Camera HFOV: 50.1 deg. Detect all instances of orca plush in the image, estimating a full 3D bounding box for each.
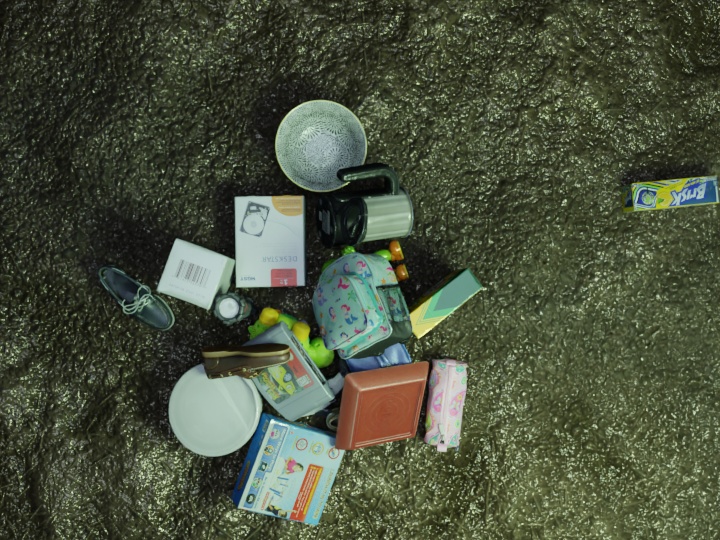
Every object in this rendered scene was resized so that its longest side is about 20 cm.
[{"bbox_3d":[-0.090,0.250,1.698,0.105,0.071,0.200,28,124,-13],"label":"orca plush"}]

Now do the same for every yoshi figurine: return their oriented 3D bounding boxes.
[{"bbox_3d":[-0.001,0.000,1.687,0.199,0.113,0.112,-16,117,6],"label":"yoshi figurine"}]

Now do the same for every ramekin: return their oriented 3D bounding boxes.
[{"bbox_3d":[-0.305,0.297,1.675,0.202,0.094,0.203,-1,85,10],"label":"ramekin"}]

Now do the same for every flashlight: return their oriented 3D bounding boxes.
[{"bbox_3d":[-0.267,0.079,1.643,0.068,0.200,0.068,-24,90,-3],"label":"flashlight"}]

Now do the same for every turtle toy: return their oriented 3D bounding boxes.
[{"bbox_3d":[-0.153,0.161,1.692,0.199,0.101,0.146,23,110,3],"label":"turtle toy"}]

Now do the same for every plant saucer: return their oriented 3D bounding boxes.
[{"bbox_3d":[0.052,0.298,1.644,0.199,0.037,0.200,-6,121,-26],"label":"plant saucer"}]

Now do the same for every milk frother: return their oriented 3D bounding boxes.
[{"bbox_3d":[0.026,-0.111,1.627,0.188,0.181,0.200,-10,47,-21],"label":"milk frother"}]

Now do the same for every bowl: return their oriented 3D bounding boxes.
[{"bbox_3d":[-0.086,-0.269,1.713,0.200,0.094,0.202,0,88,-2],"label":"bowl"}]

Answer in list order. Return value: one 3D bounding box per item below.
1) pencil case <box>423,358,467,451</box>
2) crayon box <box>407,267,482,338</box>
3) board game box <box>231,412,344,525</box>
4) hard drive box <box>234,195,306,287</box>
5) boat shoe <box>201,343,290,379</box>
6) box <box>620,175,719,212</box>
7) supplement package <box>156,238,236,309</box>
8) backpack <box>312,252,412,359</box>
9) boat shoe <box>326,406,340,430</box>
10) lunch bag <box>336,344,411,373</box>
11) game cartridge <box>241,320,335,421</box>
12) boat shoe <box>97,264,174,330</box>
[{"bbox_3d":[0.189,0.297,1.715,0.087,0.087,0.201,8,87,-2],"label":"pencil case"},{"bbox_3d":[0.164,0.070,1.662,0.172,0.200,0.058,-37,90,-3],"label":"crayon box"},{"bbox_3d":[-0.153,0.432,1.673,0.195,0.056,0.201,22,87,-27],"label":"board game box"},{"bbox_3d":[-0.198,-0.063,1.713,0.155,0.077,0.201,-2,89,-2],"label":"hard drive box"},{"bbox_3d":[-0.233,0.190,1.590,0.199,0.070,0.071,-5,99,22],"label":"boat shoe"},{"bbox_3d":[0.706,-0.174,1.755,0.199,0.070,0.065,-6,91,-2],"label":"box"},{"bbox_3d":[-0.343,0.010,1.642,0.117,0.200,0.118,19,88,-2],"label":"supplement package"},{"bbox_3d":[-0.005,0.066,1.556,0.150,0.177,0.201,7,61,-44],"label":"backpack"},{"bbox_3d":[0.024,0.330,1.710,0.199,0.076,0.072,-10,89,-3],"label":"boat shoe"},{"bbox_3d":[0.023,0.173,1.687,0.136,0.132,0.200,-30,89,-3],"label":"lunch bag"},{"bbox_3d":[-0.161,0.220,1.638,0.133,0.041,0.200,-31,98,23],"label":"game cartridge"},{"bbox_3d":[-0.498,0.059,1.703,0.075,0.062,0.200,-45,91,-5],"label":"boat shoe"}]
